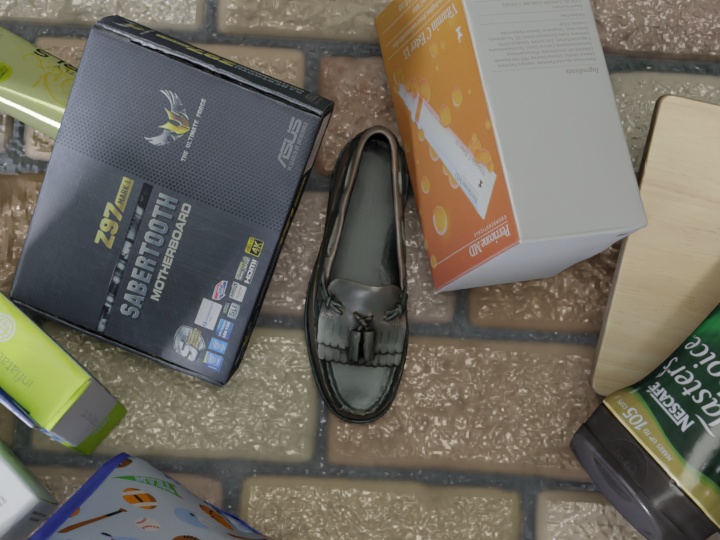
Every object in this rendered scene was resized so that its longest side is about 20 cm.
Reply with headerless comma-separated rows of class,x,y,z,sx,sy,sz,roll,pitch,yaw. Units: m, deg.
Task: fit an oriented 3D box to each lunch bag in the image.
lunch bag,-0.110,0.201,0.926,0.170,0.200,0.124,27,110,2

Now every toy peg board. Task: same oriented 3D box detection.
toy peg board,0.269,0.001,1.036,0.200,0.098,0.199,13,94,1

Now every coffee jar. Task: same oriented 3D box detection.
coffee jar,0.229,0.078,0.942,0.200,0.085,0.104,-44,55,3

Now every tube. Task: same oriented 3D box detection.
tube,-0.193,-0.109,1.048,0.200,0.058,0.052,29,89,5

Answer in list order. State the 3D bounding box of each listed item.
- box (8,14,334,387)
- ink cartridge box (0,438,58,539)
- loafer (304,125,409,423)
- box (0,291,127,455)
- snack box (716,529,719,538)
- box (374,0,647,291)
box,-0.124,-0.044,0.997,0.158,0.051,0.200,23,106,3
ink cartridge box,-0.318,0.163,0.971,0.200,0.084,0.146,-42,83,-9
loafer,0.000,0.000,1.028,0.072,0.063,0.200,3,78,-2
box,-0.211,0.053,0.939,0.122,0.200,0.048,41,80,6
snack box,0.278,0.184,0.936,0.072,0.024,0.200,-37,57,7
box,0.094,-0.101,1.010,0.097,0.124,0.200,-8,78,-25
